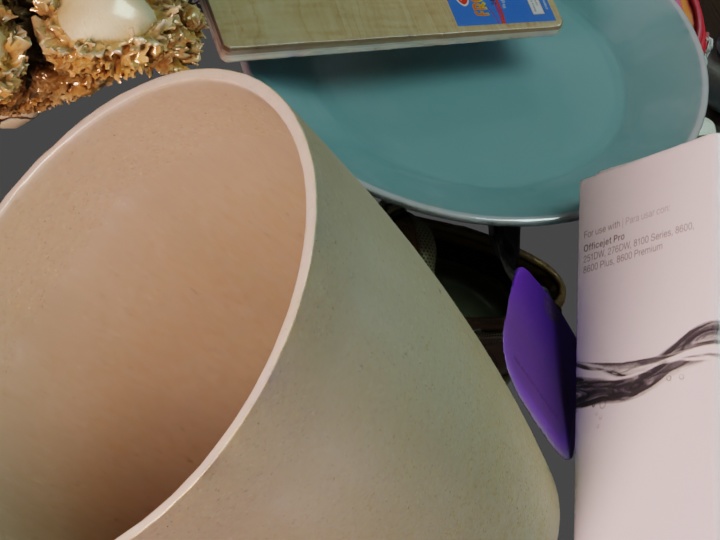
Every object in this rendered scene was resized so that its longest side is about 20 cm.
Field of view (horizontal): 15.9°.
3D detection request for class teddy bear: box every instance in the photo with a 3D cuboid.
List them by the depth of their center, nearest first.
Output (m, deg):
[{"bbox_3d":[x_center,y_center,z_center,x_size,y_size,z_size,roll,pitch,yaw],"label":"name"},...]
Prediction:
[{"bbox_3d":[-0.127,-0.079,0.942,0.144,0.200,0.067,-24,104,-27],"label":"teddy bear"}]

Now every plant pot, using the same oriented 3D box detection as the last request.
[{"bbox_3d":[-0.024,0.060,0.913,0.200,0.187,0.188,36,37,-40],"label":"plant pot"}]

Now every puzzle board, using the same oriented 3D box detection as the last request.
[{"bbox_3d":[-0.015,-0.166,1.096,0.150,0.017,0.201,-5,53,-21],"label":"puzzle board"}]

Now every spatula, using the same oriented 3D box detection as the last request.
[{"bbox_3d":[0.064,-0.003,1.032,0.057,0.020,0.200,54,15,-29],"label":"spatula"}]

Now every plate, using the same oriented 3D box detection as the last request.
[{"bbox_3d":[0.046,-0.085,1.070,0.198,0.026,0.201,6,46,-6],"label":"plate"}]

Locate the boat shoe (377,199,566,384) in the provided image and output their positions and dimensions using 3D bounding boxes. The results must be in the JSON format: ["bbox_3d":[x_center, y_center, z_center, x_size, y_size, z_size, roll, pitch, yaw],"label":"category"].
[{"bbox_3d":[0.000,0.000,1.049,0.199,0.074,0.076,11,51,-38],"label":"boat shoe"}]

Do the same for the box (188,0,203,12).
[{"bbox_3d":[-0.145,-0.196,1.101,0.199,0.049,0.161,6,56,-41],"label":"box"}]

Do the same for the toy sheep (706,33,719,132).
[{"bbox_3d":[0.218,-0.070,1.267,0.138,0.137,0.201,-51,130,-52],"label":"toy sheep"}]

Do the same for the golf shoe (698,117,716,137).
[{"bbox_3d":[0.204,0.008,1.173,0.199,0.077,0.089,32,67,-22],"label":"golf shoe"}]

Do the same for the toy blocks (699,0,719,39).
[{"bbox_3d":[0.232,-0.146,1.401,0.137,0.100,0.200,56,37,-7],"label":"toy blocks"}]

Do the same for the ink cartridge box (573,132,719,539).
[{"bbox_3d":[0.159,0.063,0.976,0.144,0.084,0.202,13,71,-34],"label":"ink cartridge box"}]

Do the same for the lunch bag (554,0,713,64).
[{"bbox_3d":[0.075,-0.144,1.188,0.175,0.082,0.201,-10,61,-13],"label":"lunch bag"}]
